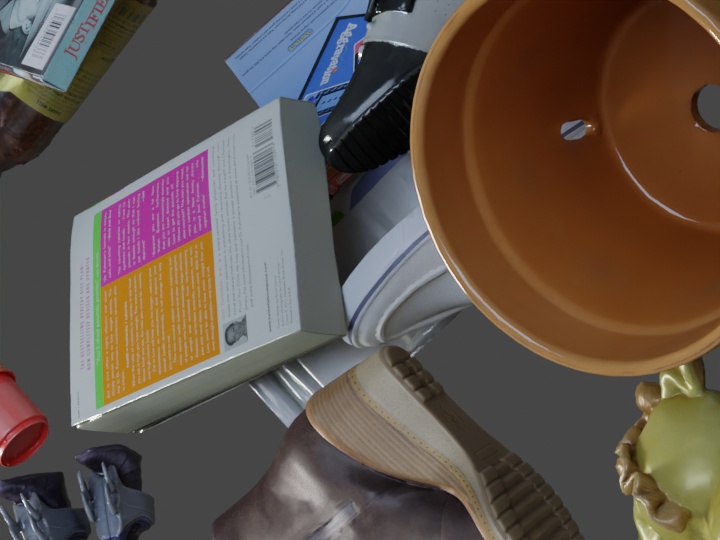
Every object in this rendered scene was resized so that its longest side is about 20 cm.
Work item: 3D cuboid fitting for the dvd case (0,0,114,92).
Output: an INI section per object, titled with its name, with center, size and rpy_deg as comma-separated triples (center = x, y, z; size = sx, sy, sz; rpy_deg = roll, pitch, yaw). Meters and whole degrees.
[dvd case]
center = -0.187, -0.182, 1.574
size = 0.200, 0.022, 0.146
rpy_deg = 18, 80, 58

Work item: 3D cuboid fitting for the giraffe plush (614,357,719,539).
[giraffe plush]
center = 0.196, 0.121, 1.309
size = 0.173, 0.200, 0.162
rpy_deg = -58, 36, 13

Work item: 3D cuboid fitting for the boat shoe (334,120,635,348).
[boat shoe]
center = 0.077, -0.013, 1.436
size = 0.200, 0.071, 0.070
rpy_deg = -37, 65, 4

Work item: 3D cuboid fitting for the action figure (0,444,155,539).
[action figure]
center = -0.139, 0.204, 1.528
size = 0.130, 0.069, 0.200
rpy_deg = -24, 75, 16

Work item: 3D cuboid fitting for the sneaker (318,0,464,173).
[sneaker]
center = 0.036, -0.142, 1.462
size = 0.089, 0.074, 0.200
rpy_deg = 40, 85, 24

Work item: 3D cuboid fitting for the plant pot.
[plant pot]
center = 0.144, -0.064, 1.309
size = 0.200, 0.140, 0.200
rpy_deg = 12, 112, 31

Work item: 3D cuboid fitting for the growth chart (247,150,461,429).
[growth chart]
center = 0.000, 0.000, 1.516
size = 0.200, 0.018, 0.145
rpy_deg = -41, 66, 16

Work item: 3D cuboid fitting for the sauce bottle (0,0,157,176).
[sauce bottle]
center = -0.195, -0.111, 1.605
size = 0.066, 0.066, 0.200
rpy_deg = 43, 100, 26

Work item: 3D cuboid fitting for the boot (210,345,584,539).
[boot]
center = 0.024, 0.158, 1.466
size = 0.200, 0.072, 0.166
rpy_deg = 50, 119, 19

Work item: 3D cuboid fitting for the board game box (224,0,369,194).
[board game box]
center = 0.027, -0.145, 1.513
size = 0.200, 0.019, 0.103
rpy_deg = -41, 65, 9

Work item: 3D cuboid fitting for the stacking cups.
[stacking cups]
center = -0.263, 0.037, 1.618
size = 0.200, 0.061, 0.061
rpy_deg = 44, 102, 26

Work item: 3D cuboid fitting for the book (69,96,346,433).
[book]
center = -0.091, 0.000, 1.505
size = 0.200, 0.048, 0.134
rpy_deg = -25, 65, 46
